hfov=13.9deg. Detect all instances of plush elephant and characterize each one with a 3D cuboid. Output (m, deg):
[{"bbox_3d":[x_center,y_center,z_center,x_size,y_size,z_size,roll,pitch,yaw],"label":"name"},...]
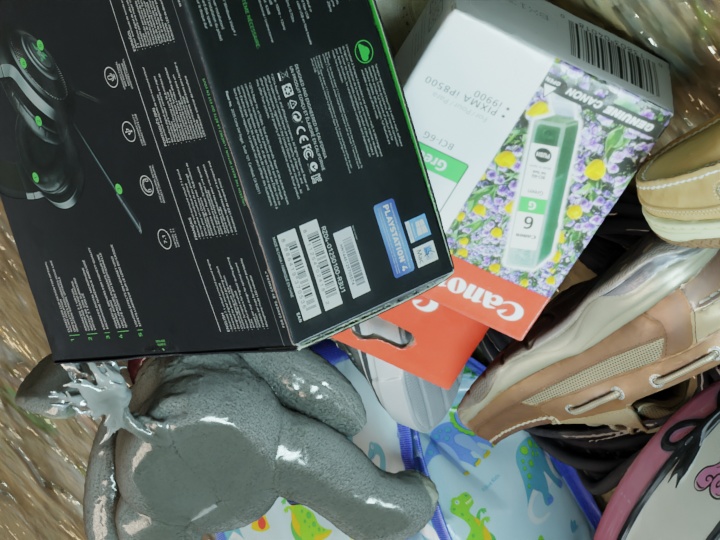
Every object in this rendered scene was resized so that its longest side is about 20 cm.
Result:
[{"bbox_3d":[-0.083,0.061,1.480,0.164,0.155,0.200,-32,123,19],"label":"plush elephant"}]

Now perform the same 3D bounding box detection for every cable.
[{"bbox_3d":[0.112,0.036,1.415,0.163,0.051,0.200,52,150,-14],"label":"cable"}]

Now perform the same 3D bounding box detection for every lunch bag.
[{"bbox_3d":[0.016,0.120,1.575,0.170,0.127,0.200,-11,115,47],"label":"lunch bag"}]

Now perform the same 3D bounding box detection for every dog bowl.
[{"bbox_3d":[0.186,0.124,1.321,0.074,0.200,0.200,40,156,40],"label":"dog bowl"}]

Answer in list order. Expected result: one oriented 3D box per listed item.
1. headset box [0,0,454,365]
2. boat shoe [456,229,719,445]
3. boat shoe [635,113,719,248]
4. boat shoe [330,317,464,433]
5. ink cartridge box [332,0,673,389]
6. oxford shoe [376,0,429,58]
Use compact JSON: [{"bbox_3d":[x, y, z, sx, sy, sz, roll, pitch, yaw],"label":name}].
[{"bbox_3d":[-0.077,-0.057,1.245,0.200,0.093,0.175,-7,104,53],"label":"headset box"},{"bbox_3d":[0.112,0.043,1.325,0.072,0.076,0.200,47,146,-3],"label":"boat shoe"},{"bbox_3d":[0.181,-0.067,1.180,0.200,0.072,0.076,-19,121,44],"label":"boat shoe"},{"bbox_3d":[0.000,0.000,1.416,0.071,0.072,0.200,14,145,28],"label":"boat shoe"},{"bbox_3d":[0.041,-0.026,1.292,0.109,0.050,0.200,24,121,-13],"label":"ink cartridge box"},{"bbox_3d":[0.034,-0.113,1.311,0.074,0.071,0.200,-20,118,30],"label":"oxford shoe"}]
